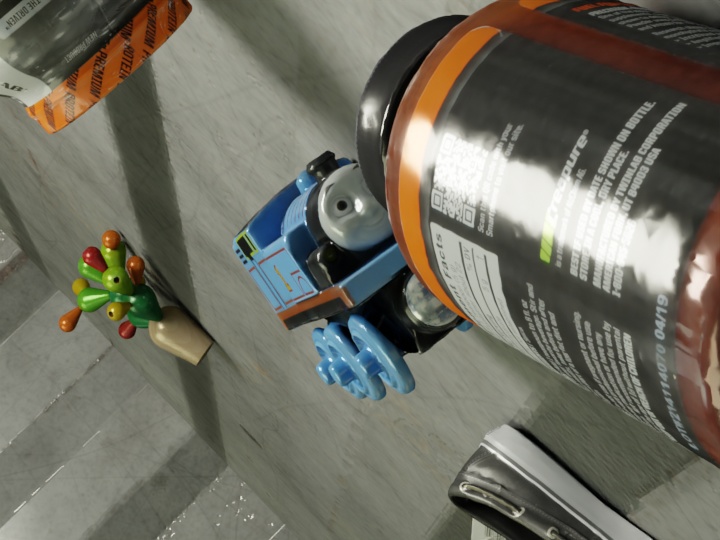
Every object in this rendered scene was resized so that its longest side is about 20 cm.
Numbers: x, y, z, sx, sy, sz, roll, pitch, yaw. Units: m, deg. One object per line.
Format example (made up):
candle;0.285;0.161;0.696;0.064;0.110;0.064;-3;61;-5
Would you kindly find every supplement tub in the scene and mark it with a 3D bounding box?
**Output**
supplement tub;0.077;-0.019;0.520;0.200;0.107;0.107;32;162;54
supplement tub;-0.180;-0.171;0.886;0.200;0.122;0.122;50;168;-14

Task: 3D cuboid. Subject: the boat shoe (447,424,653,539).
boat shoe;0.129;0.171;1.070;0.200;0.066;0.070;41;168;26

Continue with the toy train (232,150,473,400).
toy train;0.000;0.000;0.923;0.115;0.086;0.200;53;168;-2

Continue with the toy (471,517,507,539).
toy;0.131;0.213;1.222;0.114;0.047;0.201;18;150;14

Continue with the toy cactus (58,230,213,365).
toy cactus;-0.231;0.043;1.912;0.165;0.103;0.200;36;159;3
